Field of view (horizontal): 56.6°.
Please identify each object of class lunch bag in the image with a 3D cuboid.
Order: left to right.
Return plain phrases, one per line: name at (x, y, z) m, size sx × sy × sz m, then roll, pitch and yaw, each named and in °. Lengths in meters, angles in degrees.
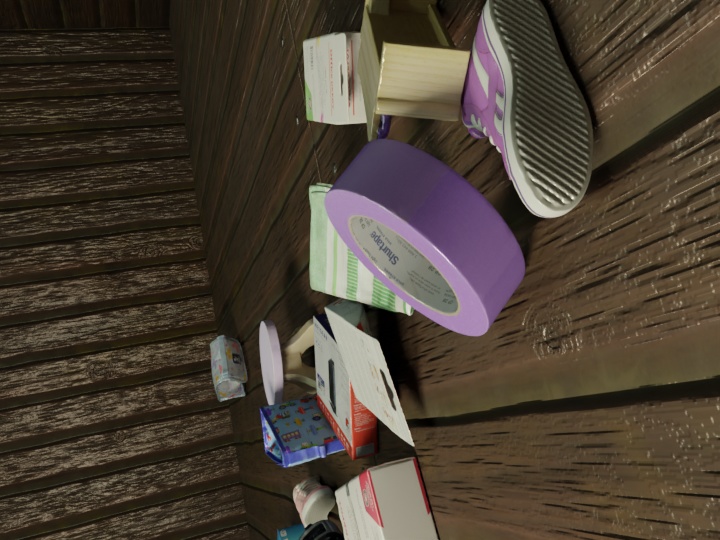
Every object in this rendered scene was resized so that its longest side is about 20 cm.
lunch bag at (-0.472, 0.348, 2.385) m, size 0.202 × 0.123 × 0.174 m, roll 96°, pitch 160°, yaw -59°
lunch bag at (-0.093, 0.303, 1.238) m, size 0.199 × 0.146 × 0.097 m, roll -177°, pitch 79°, yaw -70°

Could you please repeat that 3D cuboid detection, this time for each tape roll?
tape roll at (0.058, -0.028, 0.640) m, size 0.198 × 0.066 × 0.201 m, roll 39°, pitch 167°, yaw 11°

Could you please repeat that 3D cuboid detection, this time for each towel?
towel at (0.001, -0.031, 0.898) m, size 0.196 × 0.023 × 0.158 m, roll 13°, pitch 107°, yaw 42°

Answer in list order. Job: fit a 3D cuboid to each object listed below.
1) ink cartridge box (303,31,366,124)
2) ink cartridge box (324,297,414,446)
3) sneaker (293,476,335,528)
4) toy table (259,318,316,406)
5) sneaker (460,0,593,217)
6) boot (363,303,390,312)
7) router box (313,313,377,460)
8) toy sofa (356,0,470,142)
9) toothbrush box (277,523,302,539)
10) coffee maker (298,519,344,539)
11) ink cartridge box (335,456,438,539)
ink cartridge box at (-0.023, -0.270, 0.942) m, size 0.200 × 0.065 × 0.121 m, roll -143°, pitch 49°, yaw -65°
ink cartridge box at (0.023, 0.133, 0.946) m, size 0.199 × 0.049 × 0.167 m, roll 19°, pitch 131°, yaw 64°
sneaker at (-0.109, 0.495, 1.466) m, size 0.203 × 0.073 × 0.106 m, roll 100°, pitch 149°, yaw -50°
toy table at (-0.139, 0.186, 1.378) m, size 0.204 × 0.114 × 0.186 m, roll 101°, pitch 153°, yaw -44°
sneaker at (0.132, -0.122, 0.566) m, size 0.115 × 0.070 × 0.207 m, roll 117°, pitch 151°, yaw -64°
boot at (0.000, 0.000, 0.979) m, size 0.199 × 0.066 × 0.135 m, roll 163°, pitch 97°, yaw -66°
router box at (-0.029, 0.193, 1.163) m, size 0.200 × 0.047 × 0.186 m, roll -143°, pitch 48°, yaw -64°
toy sofa at (0.046, -0.211, 0.672) m, size 0.203 × 0.080 × 0.100 m, roll -96°, pitch 12°, yaw -52°
toothbrush box at (-0.147, 0.766, 1.668) m, size 0.201 × 0.083 × 0.150 m, roll -121°, pitch 31°, yaw -50°
coffee maker at (-0.028, 0.559, 1.177) m, size 0.199 × 0.131 × 0.199 m, roll 162°, pitch 98°, yaw -71°
ink cartridge box at (0.036, 0.379, 0.997) m, size 0.201 × 0.082 × 0.149 m, roll 121°, pitch 137°, yaw -60°
